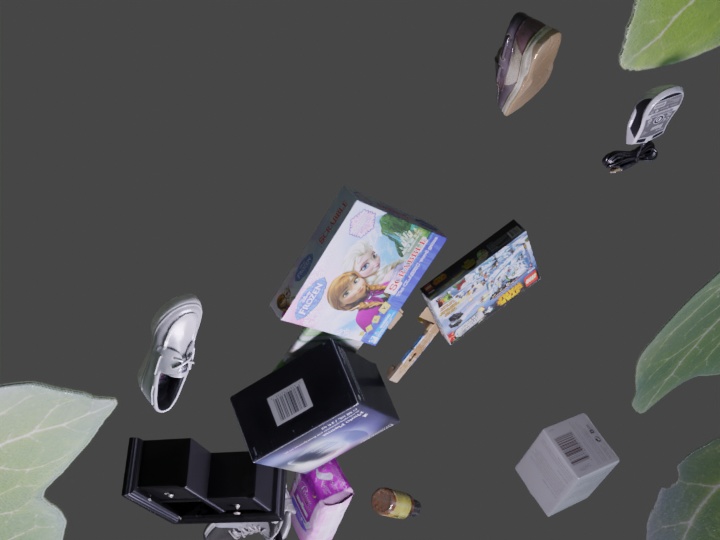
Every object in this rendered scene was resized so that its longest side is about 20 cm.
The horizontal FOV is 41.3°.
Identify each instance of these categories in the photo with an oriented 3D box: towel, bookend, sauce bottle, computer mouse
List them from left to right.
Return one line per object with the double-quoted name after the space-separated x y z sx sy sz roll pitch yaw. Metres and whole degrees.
-0.239 0.332 1.508 0.197 0.093 0.199 -5 152 12 "bookend"
-0.044 0.097 1.529 0.148 0.031 0.201 3 136 -43 "towel"
0.092 0.558 2.270 0.066 0.066 0.200 -40 148 10 "sauce bottle"
0.457 -0.236 1.529 0.108 0.044 0.201 -19 152 -17 "computer mouse"

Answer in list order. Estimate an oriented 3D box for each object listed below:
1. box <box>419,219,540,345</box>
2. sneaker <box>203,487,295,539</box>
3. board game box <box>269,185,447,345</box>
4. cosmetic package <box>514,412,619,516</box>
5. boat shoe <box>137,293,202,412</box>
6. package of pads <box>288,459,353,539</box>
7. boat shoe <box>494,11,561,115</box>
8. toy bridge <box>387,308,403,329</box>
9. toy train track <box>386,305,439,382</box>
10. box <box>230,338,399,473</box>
0.205 0.022 1.611 0.199 0.040 0.137 -35 138 -6 "box"
-0.208 0.499 1.841 0.199 0.116 0.075 -39 150 8 "sneaker"
0.000 0.000 1.351 0.198 0.041 0.201 18 111 -44 "board game box"
0.555 0.524 2.581 0.163 0.166 0.201 -14 145 -32 "cosmetic package"
-0.256 0.117 1.298 0.071 0.069 0.201 -4 138 -41 "boat shoe"
-0.086 0.458 1.899 0.075 0.121 0.201 -15 145 -29 "package of pads"
0.203 -0.264 1.216 0.072 0.065 0.200 -39 169 -8 "boat shoe"
0.016 0.016 1.433 0.067 0.027 0.200 -48 139 -4 "toy bridge"
0.110 0.110 1.672 0.114 0.033 0.201 24 109 -45 "toy train track"
-0.068 0.227 1.552 0.199 0.124 0.198 -30 156 12 "box"
